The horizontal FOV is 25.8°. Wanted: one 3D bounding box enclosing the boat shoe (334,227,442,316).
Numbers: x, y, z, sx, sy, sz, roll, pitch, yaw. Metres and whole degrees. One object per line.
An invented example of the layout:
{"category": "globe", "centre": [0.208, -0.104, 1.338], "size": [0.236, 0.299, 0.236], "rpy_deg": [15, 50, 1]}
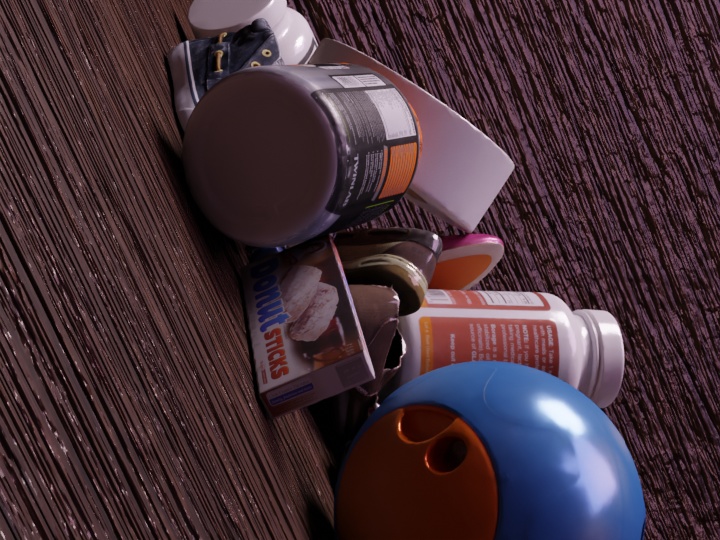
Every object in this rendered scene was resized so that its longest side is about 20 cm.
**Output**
{"category": "boat shoe", "centre": [0.000, -0.001, 1.296], "size": [0.072, 0.066, 0.201], "rpy_deg": [51, -26, -21]}

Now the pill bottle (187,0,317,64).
{"category": "pill bottle", "centre": [-0.089, -0.188, 1.554], "size": [0.116, 0.116, 0.200], "rpy_deg": [-111, 176, -50]}

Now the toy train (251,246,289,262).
{"category": "toy train", "centre": [-0.058, 0.030, 1.195], "size": [0.046, 0.034, 0.200], "rpy_deg": [53, 10, -30]}

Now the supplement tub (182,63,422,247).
{"category": "supplement tub", "centre": [-0.032, -0.086, 1.123], "size": [0.123, 0.122, 0.200], "rpy_deg": [67, 22, 2]}

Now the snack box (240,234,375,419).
{"category": "snack box", "centre": [-0.039, 0.033, 1.061], "size": [0.200, 0.072, 0.024], "rpy_deg": [-108, 175, -66]}

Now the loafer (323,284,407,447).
{"category": "loafer", "centre": [0.004, 0.079, 1.247], "size": [0.200, 0.071, 0.073], "rpy_deg": [91, -14, -59]}

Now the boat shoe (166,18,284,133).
{"category": "boat shoe", "centre": [-0.093, -0.133, 1.222], "size": [0.200, 0.091, 0.071], "rpy_deg": [-110, 176, -51]}

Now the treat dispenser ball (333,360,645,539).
{"category": "treat dispenser ball", "centre": [0.082, 0.159, 1.014], "size": [0.201, 0.200, 0.201], "rpy_deg": [-23, 90, -88]}

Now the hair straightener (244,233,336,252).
{"category": "hair straightener", "centre": [-0.050, -0.053, 1.274], "size": [0.077, 0.041, 0.200], "rpy_deg": [60, 22, -9]}

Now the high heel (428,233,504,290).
{"category": "high heel", "centre": [0.026, -0.012, 1.398], "size": [0.067, 0.199, 0.096], "rpy_deg": [56, 15, -45]}

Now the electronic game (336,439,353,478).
{"category": "electronic game", "centre": [0.032, 0.222, 1.204], "size": [0.200, 0.041, 0.201], "rpy_deg": [-23, 90, -87]}

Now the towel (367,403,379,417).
{"category": "towel", "centre": [0.047, 0.188, 1.245], "size": [0.144, 0.023, 0.200], "rpy_deg": [63, -5, 18]}

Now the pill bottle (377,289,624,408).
{"category": "pill bottle", "centre": [0.115, 0.074, 1.335], "size": [0.112, 0.199, 0.113], "rpy_deg": [-178, -90, -74]}

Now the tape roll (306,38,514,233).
{"category": "tape roll", "centre": [0.030, -0.115, 1.351], "size": [0.202, 0.071, 0.202], "rpy_deg": [33, 0, 0]}
